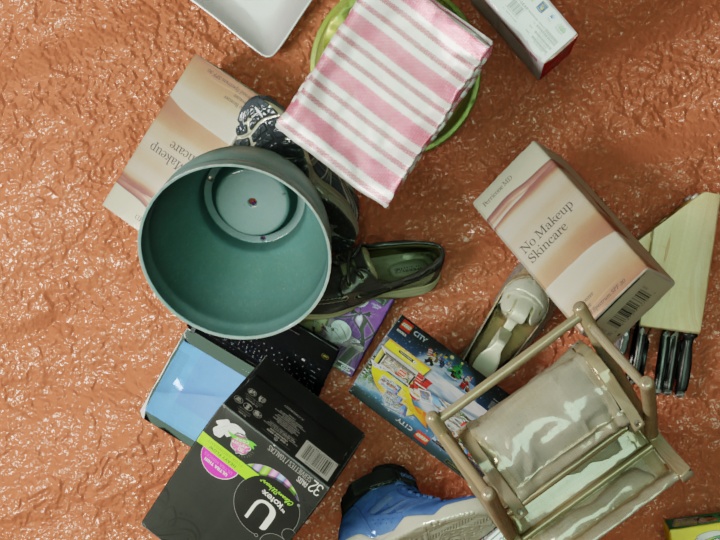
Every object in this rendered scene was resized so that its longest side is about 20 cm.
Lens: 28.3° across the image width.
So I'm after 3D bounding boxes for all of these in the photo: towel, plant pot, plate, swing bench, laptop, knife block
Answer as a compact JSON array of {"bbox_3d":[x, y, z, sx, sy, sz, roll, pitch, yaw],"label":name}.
[{"bbox_3d":[0.023,-0.185,1.435,0.146,0.030,0.201,35,95,4],"label":"towel"},{"bbox_3d":[0.031,-0.226,1.540,0.198,0.184,0.203,0,92,6],"label":"plant pot"},{"bbox_3d":[-0.120,-0.049,1.495,0.198,0.135,0.202,3,120,5],"label":"plant pot"},{"bbox_3d":[-0.122,-0.377,1.625,0.199,0.032,0.200,37,94,3],"label":"plate"},{"bbox_3d":[0.202,0.178,1.433,0.198,0.200,0.130,-35,47,-3],"label":"swing bench"},{"bbox_3d":[-0.140,0.125,1.606,0.176,0.200,0.104,30,55,3],"label":"laptop"},{"bbox_3d":[0.355,0.035,1.579,0.199,0.064,0.176,-37,89,5],"label":"knife block"}]

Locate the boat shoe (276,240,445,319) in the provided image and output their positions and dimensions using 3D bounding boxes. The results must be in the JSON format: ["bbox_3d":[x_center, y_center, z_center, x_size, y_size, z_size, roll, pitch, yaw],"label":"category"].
[{"bbox_3d":[0.001,0.001,1.573,0.199,0.066,0.072,-10,60,-21],"label":"boat shoe"}]

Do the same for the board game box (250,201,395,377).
[{"bbox_3d":[-0.066,0.021,1.636,0.199,0.032,0.121,29,90,4],"label":"board game box"}]

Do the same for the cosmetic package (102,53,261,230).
[{"bbox_3d":[-0.188,-0.127,1.604,0.103,0.087,0.201,32,95,15],"label":"cosmetic package"}]

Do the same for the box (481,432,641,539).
[{"bbox_3d":[0.224,0.248,1.571,0.200,0.117,0.060,-43,88,6],"label":"box"}]

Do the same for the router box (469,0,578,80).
[{"bbox_3d":[0.147,-0.302,1.529,0.049,0.179,0.200,-41,89,6],"label":"router box"}]

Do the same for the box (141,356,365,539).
[{"bbox_3d":[-0.118,0.229,1.566,0.148,0.124,0.201,38,120,3],"label":"box"}]

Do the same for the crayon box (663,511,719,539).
[{"bbox_3d":[0.449,0.353,1.583,0.198,0.058,0.174,-9,90,5],"label":"crayon box"}]

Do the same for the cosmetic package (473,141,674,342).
[{"bbox_3d":[0.226,-0.029,1.525,0.103,0.087,0.200,-47,58,14],"label":"cosmetic package"}]

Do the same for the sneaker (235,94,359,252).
[{"bbox_3d":[-0.068,-0.116,1.580,0.077,0.087,0.201,-20,120,26],"label":"sneaker"}]

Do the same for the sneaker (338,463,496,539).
[{"bbox_3d":[0.060,0.255,1.580,0.199,0.077,0.112,-25,48,27],"label":"sneaker"}]

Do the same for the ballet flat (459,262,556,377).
[{"bbox_3d":[0.166,0.067,1.595,0.068,0.067,0.201,31,94,4],"label":"ballet flat"}]

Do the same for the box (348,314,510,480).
[{"bbox_3d":[0.094,0.151,1.575,0.199,0.137,0.038,37,54,3],"label":"box"}]
